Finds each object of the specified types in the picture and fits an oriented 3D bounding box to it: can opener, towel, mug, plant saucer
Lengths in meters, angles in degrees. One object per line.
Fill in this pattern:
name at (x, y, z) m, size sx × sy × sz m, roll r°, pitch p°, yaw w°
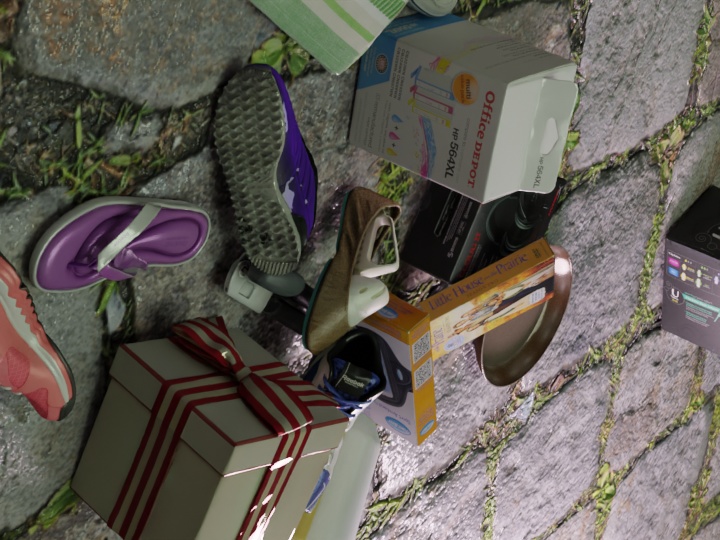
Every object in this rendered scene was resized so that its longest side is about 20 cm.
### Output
can opener at (-0.068, 0.032, 1.538) m, size 0.053 × 0.067 × 0.200 m, roll -60°, pitch 148°, yaw -4°
towel at (0.002, -0.286, 1.387) m, size 0.200 × 0.023 × 0.152 m, roll -48°, pitch 136°, yaw 5°
mug at (-0.057, 0.208, 1.619) m, size 0.154 × 0.149 × 0.187 m, roll -65°, pitch 156°, yaw -13°
plant saucer at (0.205, 0.054, 1.986) m, size 0.200 × 0.032 × 0.201 m, roll -36°, pitch 139°, yaw -38°

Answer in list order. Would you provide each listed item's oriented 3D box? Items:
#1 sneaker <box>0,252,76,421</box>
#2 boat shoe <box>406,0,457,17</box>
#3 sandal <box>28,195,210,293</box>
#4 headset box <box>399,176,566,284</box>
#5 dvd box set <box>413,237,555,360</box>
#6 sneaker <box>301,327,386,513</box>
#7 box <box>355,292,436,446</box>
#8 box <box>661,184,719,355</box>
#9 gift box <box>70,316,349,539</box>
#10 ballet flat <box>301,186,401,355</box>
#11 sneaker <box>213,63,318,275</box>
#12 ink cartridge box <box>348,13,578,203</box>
sneaker at (-0.298, 0.060, 1.242) m, size 0.087 × 0.074 × 0.200 m, roll -35°, pitch 136°, yaw -17°
boat shoe at (0.068, -0.311, 1.483) m, size 0.071 × 0.070 × 0.200 m, roll -52°, pitch 146°, yaw -17°
sandal at (-0.196, -0.024, 1.328) m, size 0.202 × 0.050 × 0.083 m, roll -18°, pitch 127°, yaw -49°
headset box at (0.138, -0.060, 1.762) m, size 0.200 × 0.077 × 0.149 m, roll 8°, pitch 106°, yaw -58°
dvd box set at (0.128, 0.042, 1.748) m, size 0.200 × 0.029 × 0.146 m, roll -27°, pitch 160°, yaw -5°
sneaker at (-0.035, 0.134, 1.529) m, size 0.200 × 0.080 × 0.115 m, roll -65°, pitch -173°, yaw -17°
box at (0.024, 0.106, 1.677) m, size 0.041 × 0.119 × 0.200 m, roll -38°, pitch 140°, yaw -34°
box at (0.551, 0.002, 2.361) m, size 0.149 × 0.124 × 0.200 m, roll -42°, pitch 142°, yaw -32°
gift box at (-0.134, 0.154, 1.437) m, size 0.200 × 0.184 × 0.187 m, roll -13°, pitch 132°, yaw -55°
ballet flat at (0.000, 0.000, 1.543) m, size 0.068 × 0.072 × 0.200 m, roll 80°, pitch 22°, yaw -50°
sneaker at (-0.080, -0.105, 1.430) m, size 0.100 × 0.069 × 0.201 m, roll -53°, pitch 143°, yaw -55°
ink cartridge box at (0.109, -0.162, 1.528) m, size 0.125 × 0.200 × 0.129 m, roll -22°, pitch 129°, yaw -47°
